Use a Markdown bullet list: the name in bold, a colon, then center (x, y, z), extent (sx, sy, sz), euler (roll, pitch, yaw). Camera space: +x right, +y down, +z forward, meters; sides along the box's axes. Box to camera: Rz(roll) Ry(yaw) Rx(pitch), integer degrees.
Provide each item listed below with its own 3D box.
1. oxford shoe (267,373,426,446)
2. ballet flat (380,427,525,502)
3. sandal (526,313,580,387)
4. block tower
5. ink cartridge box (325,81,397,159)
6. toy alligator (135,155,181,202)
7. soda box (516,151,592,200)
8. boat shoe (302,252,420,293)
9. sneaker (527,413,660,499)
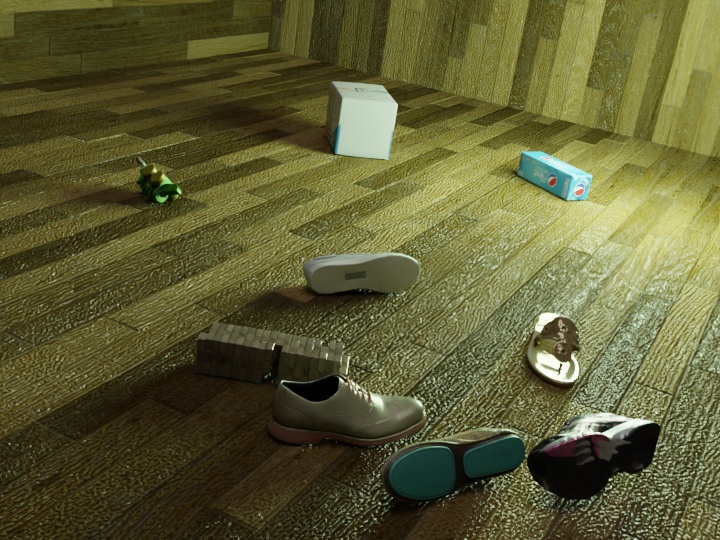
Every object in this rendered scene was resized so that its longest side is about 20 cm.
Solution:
- **oxford shoe**: center (-0.010, 0.165, 1.097), extent (0.199, 0.074, 0.071), euler (0, 24, -21)
- **ballet flat**: center (0.097, 0.219, 1.036), extent (0.200, 0.071, 0.071), euler (-6, 27, -30)
- **sandal**: center (0.298, 0.095, 1.383), extent (0.077, 0.070, 0.212), euler (11, 23, 5)
- **block tower**: center (-0.115, 0.117, 1.203), extent (0.199, 0.054, 0.058), euler (9, 22, 0)
- **ink cartridge box**: center (-0.003, -0.389, 2.328), extent (0.144, 0.148, 0.200), euler (4, 23, -12)
- **toy alligator**: center (-0.416, -0.174, 1.792), extent (0.054, 0.059, 0.200), euler (-44, 43, -11)
- **soda box**: center (0.479, -0.236, 2.249), extent (0.068, 0.064, 0.200), euler (-4, 26, -29)
- **boat shoe**: center (0.000, 0.000, 1.517), extent (0.199, 0.072, 0.069), euler (-10, 28, -18)
- **sneaker**: center (0.264, 0.215, 1.085), extent (0.200, 0.081, 0.086), euler (0, 10, -38)
